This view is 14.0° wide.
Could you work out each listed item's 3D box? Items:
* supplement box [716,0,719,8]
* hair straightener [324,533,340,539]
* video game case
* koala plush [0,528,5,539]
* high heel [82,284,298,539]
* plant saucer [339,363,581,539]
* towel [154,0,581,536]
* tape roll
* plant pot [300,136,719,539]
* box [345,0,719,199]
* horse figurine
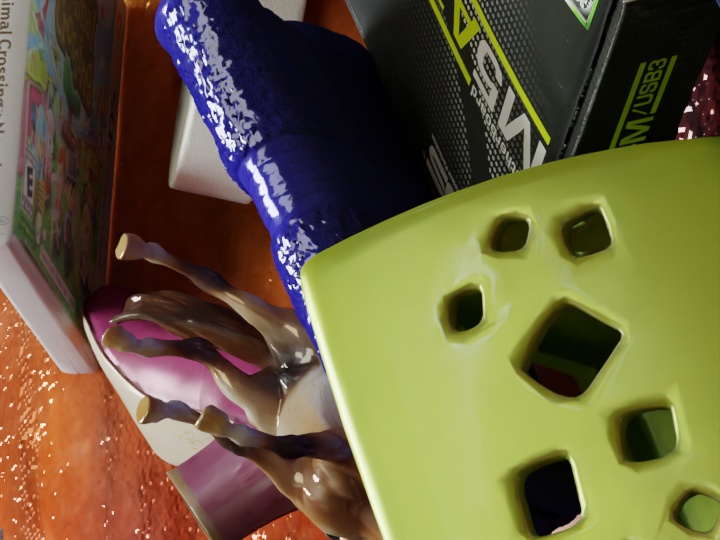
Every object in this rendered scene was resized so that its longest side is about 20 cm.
[{"bbox_3d":[0.217,-0.150,0.850,0.199,0.134,0.201,5,78,17],"label":"supplement box"},{"bbox_3d":[0.056,0.043,1.102,0.200,0.041,0.077,-46,47,21],"label":"hair straightener"},{"bbox_3d":[-0.132,-0.068,1.274,0.022,0.200,0.183,1,73,6],"label":"video game case"},{"bbox_3d":[-0.104,0.182,1.117,0.183,0.199,0.178,-6,72,48],"label":"koala plush"},{"bbox_3d":[-0.051,0.044,1.240,0.096,0.068,0.200,-32,38,-5],"label":"high heel"},{"bbox_3d":[0.076,0.072,1.050,0.199,0.032,0.202,-2,87,39],"label":"plant saucer"},{"bbox_3d":[0.000,0.000,1.000,0.049,0.148,0.201,-32,69,16],"label":"towel"},{"bbox_3d":[-0.043,-0.129,1.207,0.203,0.037,0.204,-168,90,-83],"label":"tape roll"},{"bbox_3d":[0.128,0.057,0.873,0.181,0.200,0.200,-30,68,22],"label":"plant pot"},{"bbox_3d":[0.046,-0.109,0.981,0.193,0.047,0.201,109,144,-54],"label":"box"},{"bbox_3d":[-0.026,0.051,1.042,0.050,0.132,0.200,-57,28,12],"label":"horse figurine"}]
